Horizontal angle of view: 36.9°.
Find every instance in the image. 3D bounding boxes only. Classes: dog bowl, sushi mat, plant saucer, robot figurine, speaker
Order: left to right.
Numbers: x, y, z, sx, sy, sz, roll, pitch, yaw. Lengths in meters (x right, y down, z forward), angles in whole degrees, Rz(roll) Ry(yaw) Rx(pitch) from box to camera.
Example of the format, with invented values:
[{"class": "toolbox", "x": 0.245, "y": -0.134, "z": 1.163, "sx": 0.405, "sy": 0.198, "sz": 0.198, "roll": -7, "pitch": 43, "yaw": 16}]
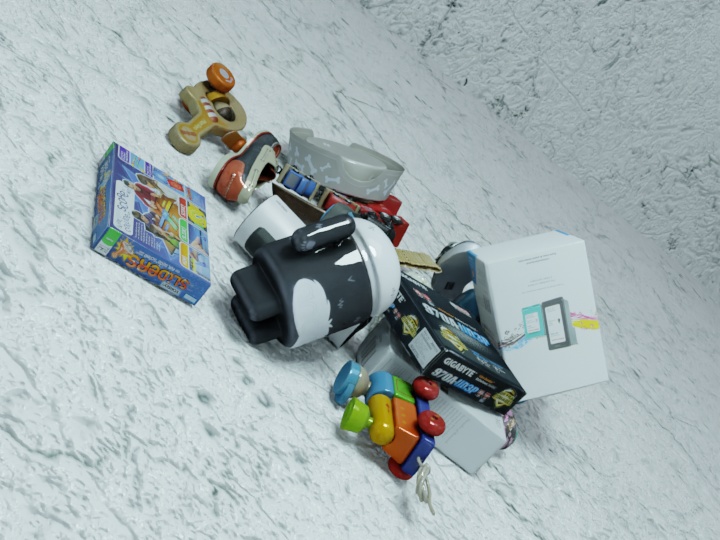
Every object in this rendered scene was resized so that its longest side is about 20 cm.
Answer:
[{"class": "speaker", "x": -0.066, "y": 0.002, "z": 1.376, "sx": 0.200, "sy": 0.081, "sz": 0.081, "roll": 46, "pitch": 20, "yaw": 5}, {"class": "robot figurine", "x": -0.050, "y": 0.013, "z": 1.248, "sx": 0.150, "sy": 0.198, "sz": 0.127, "roll": -14, "pitch": -85, "yaw": 70}, {"class": "plant saucer", "x": -0.047, "y": -0.063, "z": 1.543, "sx": 0.199, "sy": 0.037, "sz": 0.200, "roll": 29, "pitch": 3, "yaw": -2}, {"class": "dog bowl", "x": -0.029, "y": -0.171, "z": 1.753, "sx": 0.197, "sy": 0.059, "sz": 0.200, "roll": 19, "pitch": 13, "yaw": -4}, {"class": "sushi mat", "x": 0.070, "y": -0.018, "z": 1.654, "sx": 0.094, "sy": 0.012, "sz": 0.200, "roll": 9, "pitch": 6, "yaw": -3}]

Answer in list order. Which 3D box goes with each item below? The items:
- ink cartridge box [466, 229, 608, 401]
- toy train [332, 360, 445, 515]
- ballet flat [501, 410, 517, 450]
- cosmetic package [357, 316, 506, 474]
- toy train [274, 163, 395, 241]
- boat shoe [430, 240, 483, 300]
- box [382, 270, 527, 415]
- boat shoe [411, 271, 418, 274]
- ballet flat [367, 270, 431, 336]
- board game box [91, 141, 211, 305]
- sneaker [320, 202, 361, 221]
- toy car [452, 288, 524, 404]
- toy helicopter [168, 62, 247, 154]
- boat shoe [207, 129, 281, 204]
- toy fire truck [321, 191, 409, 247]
[{"class": "ink cartridge box", "x": 0.249, "y": 0.062, "z": 1.534, "sx": 0.147, "sy": 0.144, "sz": 0.203, "roll": -118, "pitch": -164, "yaw": -80}, {"class": "toy train", "x": 0.028, "y": 0.181, "z": 1.203, "sx": 0.115, "sy": 0.085, "sz": 0.201, "roll": 26, "pitch": 23, "yaw": -14}, {"class": "ballet flat", "x": 0.160, "y": 0.164, "z": 1.514, "sx": 0.071, "sy": 0.069, "sz": 0.201, "roll": 25, "pitch": 30, "yaw": -33}, {"class": "cosmetic package", "x": 0.090, "y": 0.157, "z": 1.374, "sx": 0.199, "sy": 0.074, "sz": 0.102, "roll": 36, "pitch": 21, "yaw": -15}, {"class": "toy train", "x": -0.035, "y": -0.092, "z": 1.525, "sx": 0.198, "sy": 0.034, "sz": 0.046, "roll": 29, "pitch": 15, "yaw": -15}, {"class": "boat shoe", "x": 0.151, "y": -0.013, "z": 1.689, "sx": 0.071, "sy": 0.200, "sz": 0.069, "roll": 8, "pitch": 68, "yaw": -3}, {"class": "box", "x": 0.110, "y": 0.089, "z": 1.363, "sx": 0.199, "sy": 0.046, "sz": 0.160, "roll": 30, "pitch": 21, "yaw": -46}, {"class": "boat shoe", "x": 0.088, "y": 0.077, "z": 1.552, "sx": 0.075, "sy": 0.060, "sz": 0.201, "roll": 27, "pitch": 25, "yaw": -38}, {"class": "ballet flat", "x": 0.065, "y": 0.048, "z": 1.481, "sx": 0.072, "sy": 0.072, "sz": 0.201, "roll": 39, "pitch": 36, "yaw": -9}, {"class": "board game box", "x": -0.237, "y": -0.058, "z": 1.233, "sx": 0.135, "sy": 0.035, "sz": 0.201, "roll": 32, "pitch": 22, "yaw": -26}, {"class": "sneaker", "x": 0.000, "y": 0.000, "z": 1.430, "sx": 0.082, "sy": 0.073, "sz": 0.201, "roll": 37, "pitch": -17, "yaw": 33}, {"class": "toy car", "x": 0.240, "y": 0.077, "z": 1.715, "sx": 0.185, "sy": 0.176, "sz": 0.200, "roll": 51, "pitch": 6, "yaw": -7}, {"class": "toy helicopter", "x": -0.218, "y": -0.209, "z": 1.565, "sx": 0.133, "sy": 0.079, "sz": 0.200, "roll": 49, "pitch": 29, "yaw": -10}, {"class": "boat shoe", "x": -0.149, "y": -0.144, "z": 1.523, "sx": 0.062, "sy": 0.072, "sz": 0.200, "roll": 28, "pitch": 25, "yaw": 5}, {"class": "toy fire truck", "x": 0.006, "y": -0.096, "z": 1.750, "sx": 0.198, "sy": 0.049, "sz": 0.141, "roll": 15, "pitch": 20, "yaw": -39}]
